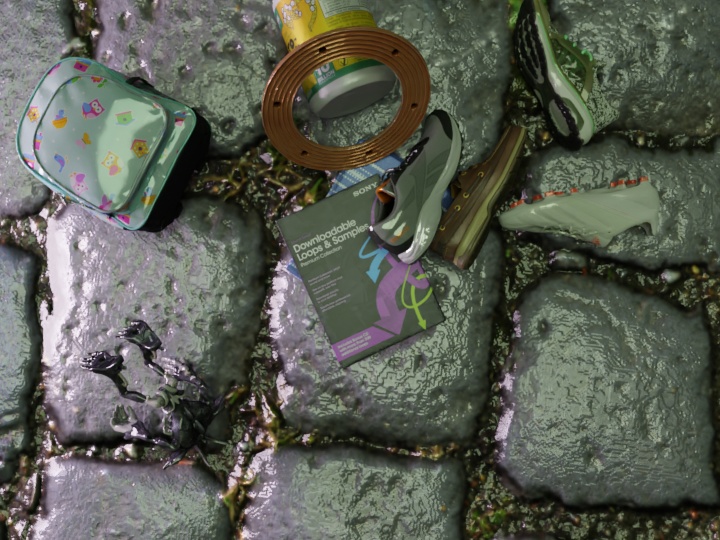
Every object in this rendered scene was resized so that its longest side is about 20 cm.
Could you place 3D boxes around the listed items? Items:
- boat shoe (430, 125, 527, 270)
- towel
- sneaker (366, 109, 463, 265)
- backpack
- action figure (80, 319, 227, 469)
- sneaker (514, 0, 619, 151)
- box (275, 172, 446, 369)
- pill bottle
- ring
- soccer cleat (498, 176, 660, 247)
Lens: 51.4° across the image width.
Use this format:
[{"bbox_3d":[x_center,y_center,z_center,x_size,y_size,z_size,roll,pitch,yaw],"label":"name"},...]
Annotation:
[{"bbox_3d":[0.144,-0.100,0.912,0.067,0.072,0.201,25,74,14],"label":"boat shoe"},{"bbox_3d":[0.013,-0.050,0.949,0.144,0.024,0.201,31,89,1],"label":"towel"},{"bbox_3d":[0.065,-0.110,0.887,0.079,0.074,0.201,24,68,-15],"label":"sneaker"},{"bbox_3d":[-0.306,-0.155,0.899,0.199,0.153,0.177,28,93,10],"label":"backpack"},{"bbox_3d":[-0.240,0.152,0.902,0.119,0.102,0.201,-47,128,-28],"label":"action figure"},{"bbox_3d":[0.259,-0.253,0.935,0.088,0.077,0.201,-23,91,-13],"label":"sneaker"},{"bbox_3d":[0.000,0.000,0.920,0.142,0.036,0.201,-25,88,-1],"label":"box"},{"bbox_3d":[-0.041,-0.300,0.916,0.112,0.113,0.201,-21,87,0],"label":"pill bottle"},{"bbox_3d":[-0.016,-0.194,0.861,0.199,0.201,0.019,-16,53,0],"label":"ring"},{"bbox_3d":[0.271,-0.063,0.919,0.199,0.069,0.078,-9,91,-1],"label":"soccer cleat"}]
